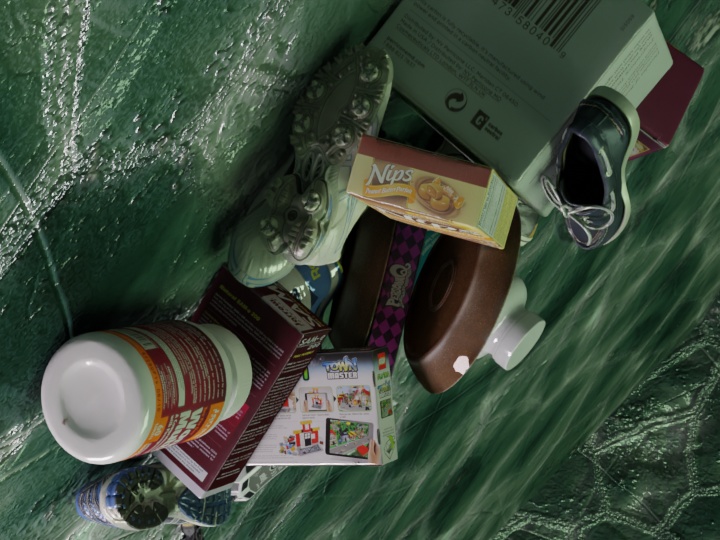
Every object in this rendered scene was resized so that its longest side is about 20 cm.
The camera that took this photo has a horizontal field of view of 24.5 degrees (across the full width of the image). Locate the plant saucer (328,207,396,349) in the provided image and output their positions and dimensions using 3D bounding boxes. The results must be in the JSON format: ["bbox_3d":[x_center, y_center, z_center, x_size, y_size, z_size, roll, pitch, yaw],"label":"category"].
[{"bbox_3d":[0.000,0.000,1.693,0.200,0.036,0.202,-166,-90,-87],"label":"plant saucer"}]

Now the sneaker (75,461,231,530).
[{"bbox_3d":[-0.206,0.221,1.658,0.199,0.085,0.078,11,74,-57],"label":"sneaker"}]

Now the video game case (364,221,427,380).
[{"bbox_3d":[0.029,0.024,1.708,0.181,0.036,0.202,129,-25,-83],"label":"video game case"}]

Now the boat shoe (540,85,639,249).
[{"bbox_3d":[0.199,-0.076,1.443,0.062,0.075,0.200,-42,160,-23],"label":"boat shoe"}]

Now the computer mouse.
[{"bbox_3d":[-0.136,0.233,1.919,0.200,0.044,0.110,-40,155,-16],"label":"computer mouse"}]

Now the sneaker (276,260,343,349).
[{"bbox_3d":[-0.081,0.054,1.665,0.082,0.074,0.201,-30,147,-40],"label":"sneaker"}]

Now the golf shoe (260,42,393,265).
[{"bbox_3d":[-0.018,-0.098,1.453,0.097,0.078,0.201,23,92,-58],"label":"golf shoe"}]

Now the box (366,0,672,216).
[{"bbox_3d":[0.146,-0.195,1.525,0.200,0.199,0.171,-51,163,5],"label":"box"}]

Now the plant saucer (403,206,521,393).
[{"bbox_3d":[0.091,0.019,1.599,0.201,0.034,0.201,-58,-162,30],"label":"plant saucer"}]

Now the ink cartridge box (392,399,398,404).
[{"bbox_3d":[-0.075,0.147,1.739,0.199,0.050,0.162,-23,165,10],"label":"ink cartridge box"}]

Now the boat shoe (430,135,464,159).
[{"bbox_3d":[0.112,-0.129,1.785,0.057,0.067,0.201,-18,139,-52],"label":"boat shoe"}]

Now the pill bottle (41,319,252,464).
[{"bbox_3d":[-0.179,0.100,1.440,0.110,0.109,0.200,-57,161,17],"label":"pill bottle"}]

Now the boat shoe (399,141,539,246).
[{"bbox_3d":[0.111,-0.092,1.719,0.199,0.075,0.062,26,108,-27],"label":"boat shoe"}]

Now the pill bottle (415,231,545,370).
[{"bbox_3d":[0.109,0.023,1.849,0.111,0.200,0.111,-45,161,-20],"label":"pill bottle"}]

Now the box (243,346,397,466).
[{"bbox_3d":[-0.064,0.133,1.602,0.035,0.199,0.111,-10,96,-63],"label":"box"}]

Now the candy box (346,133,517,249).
[{"bbox_3d":[0.066,-0.066,1.438,0.200,0.115,0.056,18,88,-78],"label":"candy box"}]

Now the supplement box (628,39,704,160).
[{"bbox_3d":[0.245,-0.186,1.751,0.104,0.130,0.200,-61,-165,-16],"label":"supplement box"}]

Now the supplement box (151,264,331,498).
[{"bbox_3d":[-0.127,0.104,1.578,0.201,0.109,0.061,-57,160,20],"label":"supplement box"}]

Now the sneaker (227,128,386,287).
[{"bbox_3d":[-0.053,-0.068,1.515,0.200,0.072,0.072,-50,-171,-17],"label":"sneaker"}]
